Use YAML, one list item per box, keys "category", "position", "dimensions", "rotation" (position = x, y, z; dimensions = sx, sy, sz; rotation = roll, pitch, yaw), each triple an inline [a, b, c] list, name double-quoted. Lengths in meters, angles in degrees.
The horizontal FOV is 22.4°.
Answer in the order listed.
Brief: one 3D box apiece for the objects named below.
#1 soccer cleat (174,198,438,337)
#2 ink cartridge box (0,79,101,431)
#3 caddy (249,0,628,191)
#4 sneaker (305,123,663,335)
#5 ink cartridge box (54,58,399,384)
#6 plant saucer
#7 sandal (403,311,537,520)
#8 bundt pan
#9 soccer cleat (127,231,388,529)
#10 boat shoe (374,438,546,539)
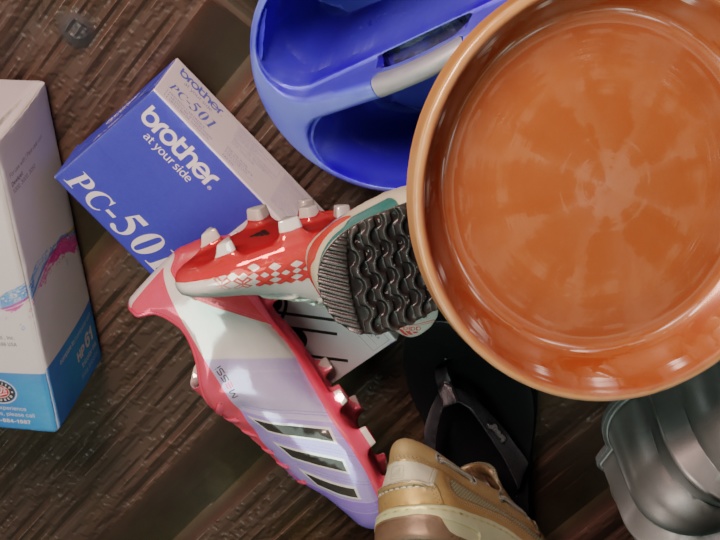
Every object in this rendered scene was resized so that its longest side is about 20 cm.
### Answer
- category: "soccer cleat"
  position: [0.000, 0.000, 0.974]
  dimensions: [0.198, 0.069, 0.086]
  rotation: [-15, 104, -20]
- category: "ink cartridge box"
  position: [-0.248, -0.012, 1.090]
  dimensions: [0.143, 0.085, 0.201]
  rotation: [4, 125, 15]
- category: "caddy"
  position: [0.040, -0.122, 0.908]
  dimensions: [0.199, 0.105, 0.142]
  rotation: [-22, 115, 29]
- category: "sneaker"
  position: [0.063, -0.030, 0.905]
  dimensions: [0.198, 0.093, 0.071]
  rotation: [-20, 105, -10]
- category: "ink cartridge box"
  position: [-0.072, -0.017, 1.054]
  dimensions: [0.094, 0.044, 0.200]
  rotation: [-35, 106, 31]
- category: "plant saucer"
  position: [0.116, -0.040, 0.851]
  dimensions: [0.198, 0.032, 0.202]
  rotation: [-3, 102, -14]
- category: "sandal"
  position: [0.071, 0.109, 1.091]
  dimensions: [0.075, 0.043, 0.202]
  rotation: [-2, 122, 19]
- category: "bundt pan"
  position: [0.230, 0.114, 0.982]
  dimensions: [0.200, 0.076, 0.203]
  rotation: [-1, 133, -2]
- category: "soccer cleat"
  position: [-0.050, 0.071, 1.028]
  dimensions: [0.076, 0.067, 0.201]
  rotation: [-32, 106, 2]
- category: "boat shoe"
  position: [0.072, 0.148, 1.057]
  dimensions: [0.071, 0.077, 0.200]
  rotation: [-13, 151, 21]
